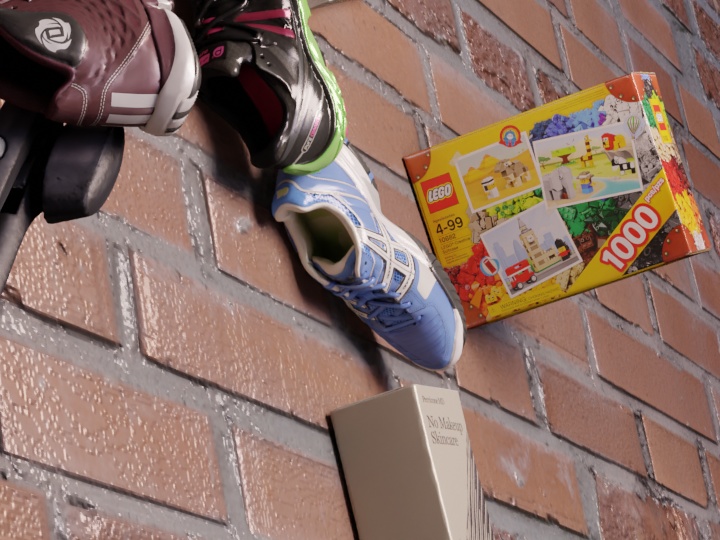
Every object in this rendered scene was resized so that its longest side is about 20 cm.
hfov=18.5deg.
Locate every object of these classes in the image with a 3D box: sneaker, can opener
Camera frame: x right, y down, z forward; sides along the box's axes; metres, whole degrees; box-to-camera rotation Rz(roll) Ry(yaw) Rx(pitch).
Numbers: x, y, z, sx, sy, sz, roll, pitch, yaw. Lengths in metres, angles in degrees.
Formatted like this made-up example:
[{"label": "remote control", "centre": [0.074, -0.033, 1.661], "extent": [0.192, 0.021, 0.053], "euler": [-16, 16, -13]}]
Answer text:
[{"label": "sneaker", "centre": [-0.078, -0.155, 1.460], "extent": [0.084, 0.077, 0.200], "euler": [-17, 75, -48]}, {"label": "can opener", "centre": [-0.188, -0.027, 1.137], "extent": [0.063, 0.078, 0.200], "euler": [66, 31, -31]}, {"label": "sneaker", "centre": [0.000, 0.000, 1.537], "extent": [0.200, 0.076, 0.077], "euler": [51, 35, -20]}, {"label": "sneaker", "centre": [-0.169, -0.156, 1.188], "extent": [0.115, 0.076, 0.200], "euler": [-5, 53, -32]}]

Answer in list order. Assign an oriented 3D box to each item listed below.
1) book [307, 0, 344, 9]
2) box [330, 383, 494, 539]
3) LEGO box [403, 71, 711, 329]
[{"label": "book", "centre": [-0.041, -0.306, 1.717], "extent": [0.134, 0.048, 0.200], "euler": [-28, 100, -63]}, {"label": "box", "centre": [0.046, 0.181, 1.486], "extent": [0.082, 0.068, 0.200], "euler": [12, 62, -64]}, {"label": "LEGO box", "centre": [0.157, -0.054, 1.753], "extent": [0.077, 0.200, 0.149], "euler": [-11, 82, -67]}]
